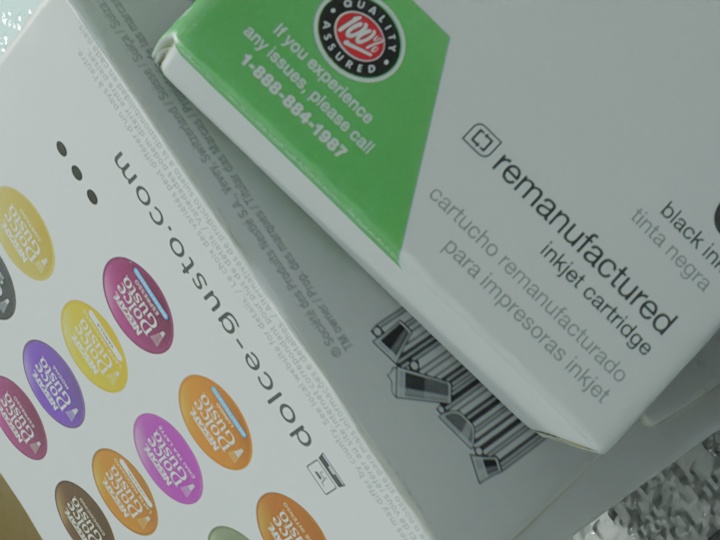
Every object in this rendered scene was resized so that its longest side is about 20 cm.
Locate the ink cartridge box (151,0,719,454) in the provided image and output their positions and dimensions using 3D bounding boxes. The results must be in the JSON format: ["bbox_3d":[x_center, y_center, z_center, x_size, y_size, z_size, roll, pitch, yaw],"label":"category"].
[{"bbox_3d":[0.068,-0.077,0.601,0.146,0.200,0.084,43,175,-5],"label":"ink cartridge box"}]

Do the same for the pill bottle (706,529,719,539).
[{"bbox_3d":[0.150,0.113,0.710,0.200,0.112,0.112,-48,59,41],"label":"pill bottle"}]

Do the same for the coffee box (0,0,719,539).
[{"bbox_3d":[0.000,0.000,0.753,0.200,0.200,0.198,57,145,3],"label":"coffee box"}]

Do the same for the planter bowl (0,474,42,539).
[{"bbox_3d":[-0.169,0.132,0.914,0.200,0.200,0.135,32,144,44],"label":"planter bowl"}]
